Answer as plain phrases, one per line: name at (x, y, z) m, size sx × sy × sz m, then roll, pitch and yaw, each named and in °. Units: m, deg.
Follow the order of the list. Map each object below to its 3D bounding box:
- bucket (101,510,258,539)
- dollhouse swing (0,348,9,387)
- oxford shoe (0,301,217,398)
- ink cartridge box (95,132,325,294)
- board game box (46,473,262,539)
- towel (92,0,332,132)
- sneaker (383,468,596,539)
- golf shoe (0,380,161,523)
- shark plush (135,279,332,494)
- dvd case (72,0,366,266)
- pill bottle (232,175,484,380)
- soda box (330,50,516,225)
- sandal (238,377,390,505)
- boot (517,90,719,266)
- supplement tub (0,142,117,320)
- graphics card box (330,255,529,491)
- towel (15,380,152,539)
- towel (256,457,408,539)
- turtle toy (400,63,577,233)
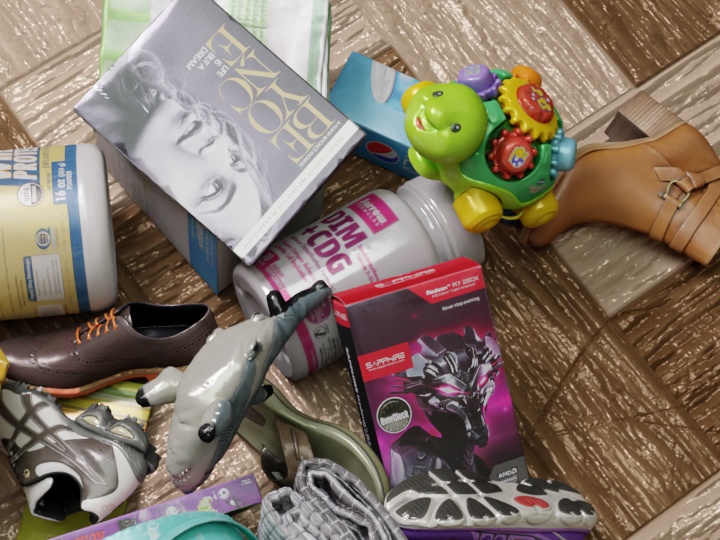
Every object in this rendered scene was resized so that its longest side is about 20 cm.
bucket at (-0.150, 0.287, 1.453) m, size 0.206 × 0.207 × 0.135 m, roll -21°, pitch 65°, yaw -12°
dollhouse swing at (-0.398, 0.130, 1.490) m, size 0.175 × 0.182 × 0.201 m, roll 20°, pitch 89°, yaw -16°
oxford shoe at (-0.220, 0.057, 1.599) m, size 0.199 × 0.073 × 0.071 m, roll -7°, pitch 45°, yaw -12°
ink cartridge box at (-0.142, -0.109, 1.656) m, size 0.128 × 0.125 × 0.200 m, roll -39°, pitch 75°, yaw -18°
board game box at (-0.186, 0.210, 1.504) m, size 0.199 × 0.120 × 0.032 m, roll -16°, pitch 86°, yaw -21°
towel at (-0.124, -0.179, 1.603) m, size 0.199 × 0.031 × 0.150 m, roll 2°, pitch 65°, yaw -3°
sneaker at (0.106, 0.216, 1.526) m, size 0.199 × 0.081 × 0.084 m, roll 10°, pitch 108°, yaw -31°
golf shoe at (-0.261, 0.150, 1.526) m, size 0.199 × 0.078 × 0.095 m, roll 7°, pitch 52°, yaw 37°
shark plush at (-0.100, 0.083, 1.521) m, size 0.090 × 0.083 × 0.201 m, roll 10°, pitch 56°, yaw 34°
dvd case at (-0.117, -0.123, 1.564) m, size 0.200 × 0.016 × 0.149 m, roll 41°, pitch 82°, yaw 5°
pill bottle at (0.000, 0.000, 1.626) m, size 0.199 × 0.113 × 0.114 m, roll -29°, pitch 72°, yaw -15°
soda box at (0.065, -0.120, 1.708) m, size 0.199 × 0.064 × 0.068 m, roll 25°, pitch 68°, yaw 6°
sandal at (-0.061, 0.153, 1.573) m, size 0.200 × 0.080 × 0.057 m, roll 32°, pitch 42°, yaw 19°
boot at (0.251, -0.052, 1.695) m, size 0.155 × 0.077 × 0.200 m, roll 44°, pitch 64°, yaw 10°
supplement tub at (-0.311, -0.029, 1.601) m, size 0.199 × 0.145 × 0.145 m, roll -5°, pitch 67°, yaw -6°
graphics card box at (0.059, 0.102, 1.569) m, size 0.125 × 0.051 × 0.201 m, roll -15°, pitch 101°, yaw -15°
towel at (-0.236, 0.185, 1.587) m, size 0.086 × 0.018 × 0.201 m, roll 10°, pitch 67°, yaw 6°
towel at (0.005, 0.256, 1.492) m, size 0.085 × 0.166 × 0.200 m, roll -38°, pitch 74°, yaw -24°
turtle toy at (0.106, -0.115, 1.586) m, size 0.199 × 0.101 × 0.146 m, roll -6°, pitch 62°, yaw -46°
